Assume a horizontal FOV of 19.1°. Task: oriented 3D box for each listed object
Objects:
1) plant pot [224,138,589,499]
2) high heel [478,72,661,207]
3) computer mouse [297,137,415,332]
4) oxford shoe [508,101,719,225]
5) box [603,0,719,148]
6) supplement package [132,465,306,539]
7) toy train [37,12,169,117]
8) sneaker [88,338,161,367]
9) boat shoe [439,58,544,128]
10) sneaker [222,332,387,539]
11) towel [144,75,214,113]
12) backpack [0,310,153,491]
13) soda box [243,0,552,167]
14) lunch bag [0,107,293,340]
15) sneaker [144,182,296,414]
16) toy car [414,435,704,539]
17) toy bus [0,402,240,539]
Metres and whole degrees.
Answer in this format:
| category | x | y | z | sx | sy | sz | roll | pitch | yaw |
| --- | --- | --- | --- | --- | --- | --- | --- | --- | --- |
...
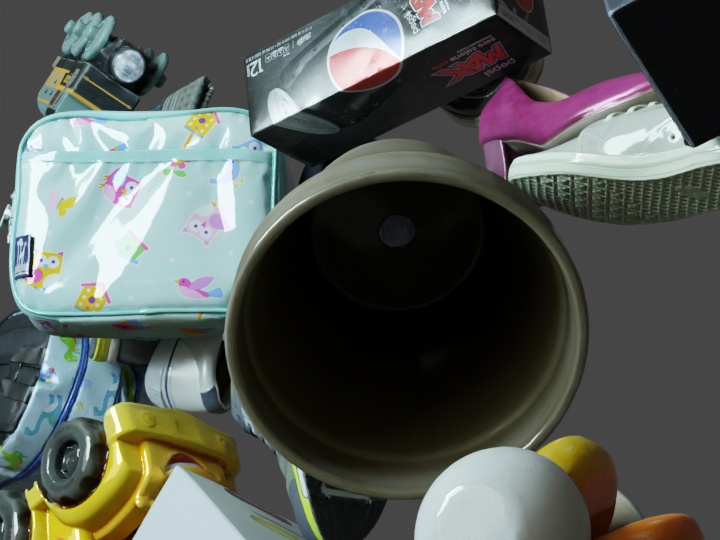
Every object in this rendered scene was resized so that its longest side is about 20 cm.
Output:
| category | x | y | z | sx | sy | sz | roll | pitch | yaw |
| --- | --- | --- | --- | --- | --- | --- | --- | --- | --- |
| plant pot | 0.025 | 0.005 | 1.242 | 0.200 | 0.200 | 0.174 | -51 | 14 | 18 |
| high heel | 0.130 | -0.105 | 1.271 | 0.200 | 0.067 | 0.096 | -26 | 53 | 53 |
| computer mouse | 0.000 | 0.000 | 1.427 | 0.138 | 0.053 | 0.201 | -30 | 52 | 42 |
| oxford shoe | 0.164 | -0.065 | 1.173 | 0.200 | 0.075 | 0.058 | -9 | 62 | 49 |
| box | 0.219 | -0.193 | 1.102 | 0.200 | 0.104 | 0.182 | -28 | 37 | 16 |
| supplement package | -0.074 | 0.233 | 1.257 | 0.156 | 0.111 | 0.200 | -60 | 27 | 2 |
| toy train | -0.243 | -0.170 | 1.942 | 0.114 | 0.085 | 0.200 | -56 | 19 | -3 |
| sneaker | -0.144 | 0.023 | 1.631 | 0.200 | 0.084 | 0.075 | -65 | -5 | -57 |
| boat shoe | 0.055 | -0.151 | 1.451 | 0.072 | 0.065 | 0.200 | -56 | 28 | 3 |
| sneaker | -0.038 | 0.092 | 1.349 | 0.081 | 0.074 | 0.200 | -48 | 45 | 41 |
| towel | -0.202 | -0.055 | 1.853 | 0.192 | 0.035 | 0.200 | -26 | 41 | 45 |
| backpack | -0.244 | 0.103 | 1.664 | 0.200 | 0.153 | 0.164 | 131 | 164 | -70 |
| soda box | 0.021 | -0.139 | 1.382 | 0.200 | 0.071 | 0.064 | -24 | 59 | 30 |
| lunch bag | -0.147 | -0.035 | 1.474 | 0.077 | 0.199 | 0.161 | 64 | -154 | -75 |
| sneaker | -0.080 | 0.020 | 1.538 | 0.071 | 0.073 | 0.200 | 11 | 67 | 31 |
| toy car | 0.089 | 0.186 | 1.004 | 0.150 | 0.175 | 0.200 | 32 | 93 | 27 |
| toy bus | -0.162 | 0.215 | 1.423 | 0.200 | 0.136 | 0.192 | -44 | 44 | 24 |
